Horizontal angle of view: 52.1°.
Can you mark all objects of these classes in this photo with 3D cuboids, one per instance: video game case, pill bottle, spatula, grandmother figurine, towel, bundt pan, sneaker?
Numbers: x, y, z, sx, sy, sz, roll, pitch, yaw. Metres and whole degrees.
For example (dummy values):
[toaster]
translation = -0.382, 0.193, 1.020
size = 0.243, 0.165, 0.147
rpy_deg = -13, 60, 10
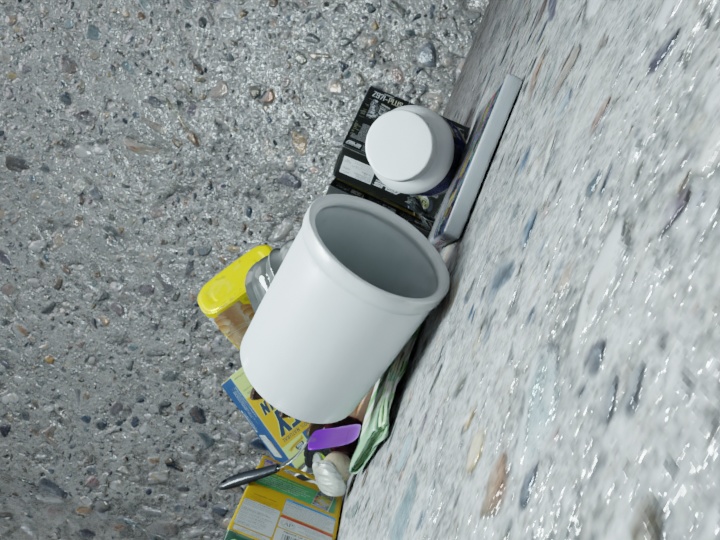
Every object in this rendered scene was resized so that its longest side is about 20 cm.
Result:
[video game case]
translation = 0.139, -0.128, 0.928
size = 0.182, 0.023, 0.201
rpy_deg = 121, 172, -88
[pill bottle]
translation = 0.077, -0.165, 1.024
size = 0.120, 0.119, 0.200
rpy_deg = -68, -14, 11
[spatula]
translation = -0.092, 0.235, 0.918
size = 0.199, 0.021, 0.057
rpy_deg = -27, 8, 11
[grandmother figurine]
translation = -0.014, 0.199, 0.982
size = 0.121, 0.060, 0.201
rpy_deg = 38, -118, -45
[towel]
translation = 0.036, 0.133, 0.897
size = 0.153, 0.023, 0.201
rpy_deg = 111, 179, -56
[bundt pan]
translation = -0.073, -0.007, 0.998
size = 0.201, 0.076, 0.202
rpy_deg = -32, 0, 0
[sneaker]
translation = -0.048, 0.296, 1.129
size = 0.081, 0.074, 0.201
rpy_deg = -43, -17, -41

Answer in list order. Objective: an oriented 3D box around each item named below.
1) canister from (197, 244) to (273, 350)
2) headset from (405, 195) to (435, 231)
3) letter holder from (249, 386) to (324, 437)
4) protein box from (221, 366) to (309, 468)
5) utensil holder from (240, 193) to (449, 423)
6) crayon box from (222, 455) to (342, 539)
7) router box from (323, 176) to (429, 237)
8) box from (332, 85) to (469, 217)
[canister]
translation = -0.142, 0.072, 1.153
size = 0.148, 0.200, 0.087
rpy_deg = -37, 41, -3
[headset]
translation = 0.042, -0.019, 1.068
size = 0.200, 0.094, 0.123
rpy_deg = -43, 15, -26
[letter holder]
translation = -0.060, 0.146, 1.102
size = 0.142, 0.101, 0.201
rpy_deg = 0, -52, -47
[protein box]
translation = -0.139, 0.242, 1.356
size = 0.135, 0.199, 0.200
rpy_deg = -36, -1, -20
[utensil holder]
translation = -0.024, 0.046, 0.814
size = 0.200, 0.169, 0.170
rpy_deg = -58, 6, 29
[crayon box]
translation = -0.093, 0.316, 0.922
size = 0.200, 0.125, 0.052
rpy_deg = -68, 0, -79
[router box]
translation = 0.031, -0.108, 1.364
size = 0.157, 0.199, 0.052
rpy_deg = -67, 3, -73
[box]
translation = 0.073, -0.212, 1.311
size = 0.086, 0.199, 0.164
rpy_deg = 115, 177, -56
